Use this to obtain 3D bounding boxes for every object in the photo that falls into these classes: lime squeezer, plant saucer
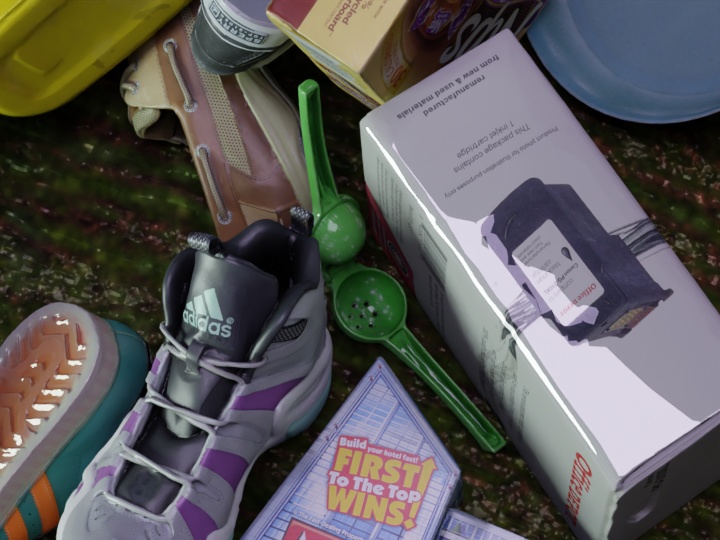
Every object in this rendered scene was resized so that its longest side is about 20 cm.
[{"bbox_3d":[0.000,0.000,1.108,0.038,0.071,0.201,-31,110,-9],"label":"lime squeezer"},{"bbox_3d":[0.160,-0.168,1.144,0.199,0.027,0.201,-7,79,39],"label":"plant saucer"}]

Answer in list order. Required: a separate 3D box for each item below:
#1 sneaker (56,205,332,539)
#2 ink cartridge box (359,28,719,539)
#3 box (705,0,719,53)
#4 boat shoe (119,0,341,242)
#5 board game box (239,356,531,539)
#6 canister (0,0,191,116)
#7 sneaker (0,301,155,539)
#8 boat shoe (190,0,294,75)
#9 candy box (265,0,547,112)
[{"bbox_3d":[-0.073,0.046,1.036,0.077,0.140,0.200,18,44,14],"label":"sneaker"},{"bbox_3d":[0.088,0.015,1.071,0.084,0.145,0.200,-31,72,-8],"label":"ink cartridge box"},{"bbox_3d":[0.264,-0.157,1.173,0.199,0.046,0.160,-12,71,-1],"label":"box"},{"bbox_3d":[-0.082,-0.093,1.156,0.074,0.076,0.201,-29,71,-3],"label":"boat shoe"},{"bbox_3d":[0.019,0.153,1.072,0.199,0.062,0.201,21,74,10],"label":"board game box"},{"bbox_3d":[-0.162,-0.192,1.148,0.148,0.086,0.201,-37,58,18],"label":"canister"},{"bbox_3d":[-0.165,0.105,1.096,0.200,0.080,0.071,-47,55,10],"label":"sneaker"},{"bbox_3d":[-0.011,-0.164,1.131,0.073,0.068,0.200,36,59,-3],"label":"boat shoe"},{"bbox_3d":[0.031,-0.128,1.084,0.056,0.200,0.117,35,90,15],"label":"candy box"}]
